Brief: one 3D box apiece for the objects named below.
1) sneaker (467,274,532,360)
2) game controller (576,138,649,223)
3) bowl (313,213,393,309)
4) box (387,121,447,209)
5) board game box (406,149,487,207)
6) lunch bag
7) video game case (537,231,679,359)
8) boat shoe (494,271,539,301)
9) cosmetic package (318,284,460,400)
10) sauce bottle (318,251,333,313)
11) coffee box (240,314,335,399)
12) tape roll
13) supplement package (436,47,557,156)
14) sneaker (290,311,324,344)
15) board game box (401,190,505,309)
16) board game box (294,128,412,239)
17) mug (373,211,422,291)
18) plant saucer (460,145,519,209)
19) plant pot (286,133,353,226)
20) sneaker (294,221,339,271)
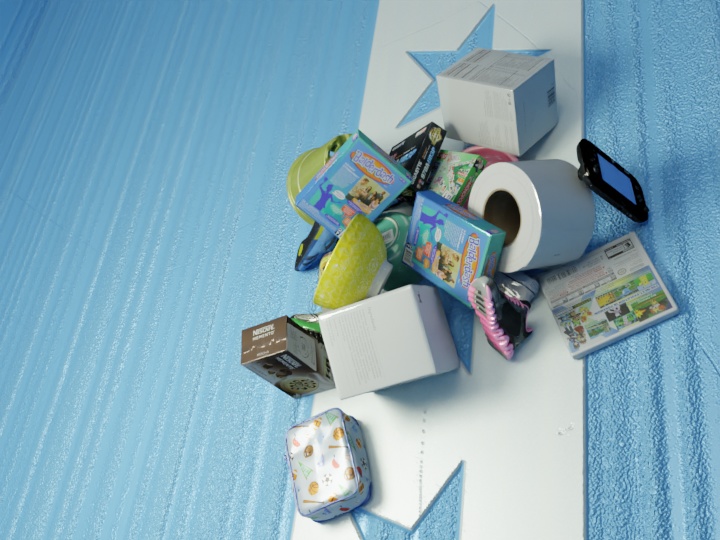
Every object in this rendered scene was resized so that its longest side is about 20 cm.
[{"bbox_3d":[0.261,0.070,1.386,0.095,0.201,0.079,-34,42,-6],"label":"sneaker"},{"bbox_3d":[0.462,-0.163,1.399,0.042,0.199,0.105,-22,51,44],"label":"game controller"},{"bbox_3d":[0.000,0.000,1.495,0.107,0.200,0.201,27,76,6],"label":"bowl"},{"bbox_3d":[0.101,-0.225,1.696,0.200,0.046,0.160,-17,46,66],"label":"box"},{"bbox_3d":[0.173,-0.187,1.611,0.135,0.029,0.200,-60,26,-1],"label":"board game box"},{"bbox_3d":[-0.068,0.373,1.481,0.159,0.076,0.201,-28,51,17],"label":"lunch bag"},{"bbox_3d":[0.444,0.044,1.393,0.199,0.022,0.183,-27,51,15],"label":"video game case"},{"bbox_3d":[0.251,0.012,1.499,0.199,0.074,0.067,28,79,40],"label":"boat shoe"},{"bbox_3d":[0.056,0.135,1.452,0.198,0.167,0.168,-19,80,21],"label":"cosmetic package"},{"bbox_3d":[-0.060,0.031,1.644,0.064,0.065,0.201,-28,25,14],"label":"sauce bottle"},{"bbox_3d":[-0.143,0.181,1.561,0.112,0.200,0.080,-18,54,21],"label":"coffee box"},{"bbox_3d":[0.314,-0.103,1.424,0.202,0.138,0.205,19,112,57],"label":"tape roll"},{"bbox_3d":[0.291,-0.363,1.626,0.199,0.153,0.150,24,51,40],"label":"supplement package"},{"bbox_3d":[-0.063,0.115,1.645,0.198,0.078,0.086,3,57,24],"label":"sneaker"},{"bbox_3d":[0.172,-0.043,1.455,0.200,0.045,0.153,37,125,40],"label":"board game box"},{"bbox_3d":[-0.015,-0.166,1.572,0.200,0.152,0.045,-44,24,21],"label":"board game box"},{"bbox_3d":[0.072,-0.061,1.631,0.151,0.114,0.186,19,73,39],"label":"mug"},{"bbox_3d":[0.253,-0.174,1.630,0.199,0.051,0.202,-17,54,24],"label":"plant saucer"},{"bbox_3d":[-0.048,-0.211,1.694,0.202,0.199,0.190,-68,11,-19],"label":"plant pot"},{"bbox_3d":[-0.090,-0.052,1.737,0.200,0.078,0.066,129,150,-46],"label":"sneaker"}]
